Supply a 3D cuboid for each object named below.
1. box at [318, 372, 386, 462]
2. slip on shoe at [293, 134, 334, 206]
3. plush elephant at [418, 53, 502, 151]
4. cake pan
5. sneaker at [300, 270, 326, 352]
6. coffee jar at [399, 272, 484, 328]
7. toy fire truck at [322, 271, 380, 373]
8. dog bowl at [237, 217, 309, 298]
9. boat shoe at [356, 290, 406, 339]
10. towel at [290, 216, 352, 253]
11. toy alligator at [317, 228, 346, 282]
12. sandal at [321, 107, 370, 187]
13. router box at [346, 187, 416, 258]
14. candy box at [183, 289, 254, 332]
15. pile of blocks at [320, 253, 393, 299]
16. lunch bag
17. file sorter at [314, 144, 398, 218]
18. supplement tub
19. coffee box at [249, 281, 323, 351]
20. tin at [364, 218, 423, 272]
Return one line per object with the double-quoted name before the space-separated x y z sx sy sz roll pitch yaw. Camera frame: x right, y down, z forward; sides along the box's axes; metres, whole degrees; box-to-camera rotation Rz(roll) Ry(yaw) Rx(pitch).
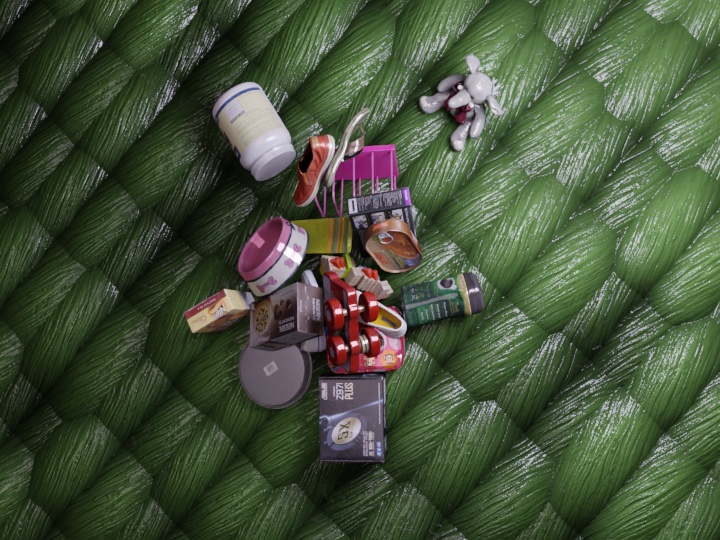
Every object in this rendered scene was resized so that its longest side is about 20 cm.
"box" -0.017 0.354 1.501 0.158 0.086 0.207 -1 88 8
"slip on shoe" -0.118 -0.224 1.383 0.060 0.201 0.076 2 53 -26
"plush elephant" 0.255 -0.410 1.462 0.197 0.155 0.167 -33 84 5
"cake pan" -0.219 0.248 1.555 0.194 0.037 0.207 0 88 8
"sneaker" -0.132 0.104 1.524 0.069 0.073 0.207 -9 87 -19
"coffee jar" 0.196 0.070 1.476 0.194 0.105 0.087 -12 117 7
"toy fire truck" -0.039 0.118 1.399 0.109 0.167 0.206 -10 109 -23
"dog bowl" -0.217 -0.040 1.484 0.201 0.200 0.074 -48 122 4
"boat shoe" 0.018 0.095 1.446 0.197 0.070 0.072 29 77 15
"towel" -0.103 -0.085 1.519 0.195 0.018 0.089 -1 81 34
"toy alligator" -0.080 -0.007 1.544 0.054 0.058 0.205 -33 72 47
"sandal" -0.025 -0.274 1.400 0.056 0.080 0.205 26 87 -4
"router box" 0.055 -0.107 1.454 0.144 0.201 0.052 -8 61 6
"candy box" -0.332 0.099 1.492 0.113 0.200 0.056 -29 83 5
"pile of blocks" 0.000 0.000 1.501 0.196 0.062 0.084 24 46 -15
"lunch bag" 0.012 0.158 1.512 0.193 0.082 0.182 -4 83 6
"file sorter" -0.009 -0.206 1.482 0.193 0.139 0.129 -2 72 7
"supplement tub" -0.261 -0.343 1.530 0.143 0.145 0.203 -33 84 4
"coffee box" -0.176 0.113 1.451 0.197 0.078 0.117 -21 63 44
"tin" 0.078 -0.056 1.455 0.109 0.200 0.043 -20 59 14
